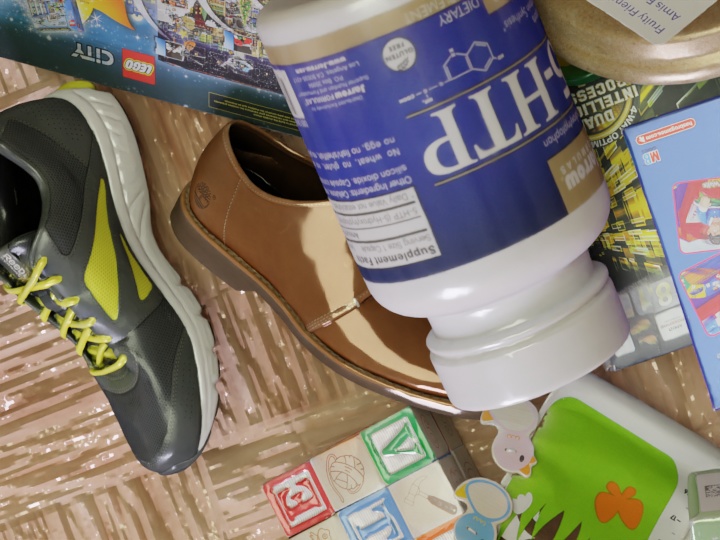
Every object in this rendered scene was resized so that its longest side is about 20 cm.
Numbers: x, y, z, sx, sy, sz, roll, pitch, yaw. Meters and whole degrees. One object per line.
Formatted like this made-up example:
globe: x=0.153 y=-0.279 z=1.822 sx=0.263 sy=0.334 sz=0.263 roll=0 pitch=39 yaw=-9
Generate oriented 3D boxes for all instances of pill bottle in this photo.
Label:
pill bottle: x=0.044 y=-0.046 z=1.319 sx=0.119 sy=0.120 sz=0.201 roll=-20 pitch=104 yaw=15

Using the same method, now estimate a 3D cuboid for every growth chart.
growth chart: x=0.104 y=0.146 z=1.365 sx=0.144 sy=0.018 sz=0.201 roll=22 pitch=71 yaw=-13

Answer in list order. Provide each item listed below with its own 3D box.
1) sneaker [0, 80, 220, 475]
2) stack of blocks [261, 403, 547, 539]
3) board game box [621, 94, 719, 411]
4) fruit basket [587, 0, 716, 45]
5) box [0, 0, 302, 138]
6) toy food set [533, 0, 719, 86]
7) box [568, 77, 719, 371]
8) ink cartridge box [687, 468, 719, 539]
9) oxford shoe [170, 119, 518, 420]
sneaker: x=-0.137 y=0.009 z=1.436 sx=0.074 sy=0.084 sz=0.201 roll=-31 pitch=78 yaw=47
stack of blocks: x=0.052 y=0.163 z=1.416 sx=0.115 sy=0.059 sz=0.201 roll=-29 pitch=86 yaw=15
board game box: x=0.232 y=-0.032 z=1.313 sx=0.199 sy=0.045 sz=0.135 roll=-18 pitch=91 yaw=14
fruit basket: x=0.132 y=-0.204 z=1.264 sx=0.200 sy=0.094 sz=0.185 roll=-37 pitch=54 yaw=-20
box: x=-0.099 y=-0.148 z=1.412 sx=0.199 sy=0.038 sz=0.137 roll=16 pitch=133 yaw=14
toy food set: x=0.150 y=-0.172 z=1.341 sx=0.197 sy=0.049 sz=0.201 roll=3 pitch=68 yaw=26
box: x=0.182 y=-0.061 z=1.371 sx=0.199 sy=0.049 sz=0.162 roll=-19 pitch=91 yaw=14
ink cartridge box: x=0.252 y=0.150 z=1.324 sx=0.199 sy=0.048 sz=0.146 roll=-6 pitch=117 yaw=7
oxford shoe: x=0.000 y=0.000 z=1.404 sx=0.199 sy=0.071 sz=0.071 roll=34 pitch=127 yaw=11
